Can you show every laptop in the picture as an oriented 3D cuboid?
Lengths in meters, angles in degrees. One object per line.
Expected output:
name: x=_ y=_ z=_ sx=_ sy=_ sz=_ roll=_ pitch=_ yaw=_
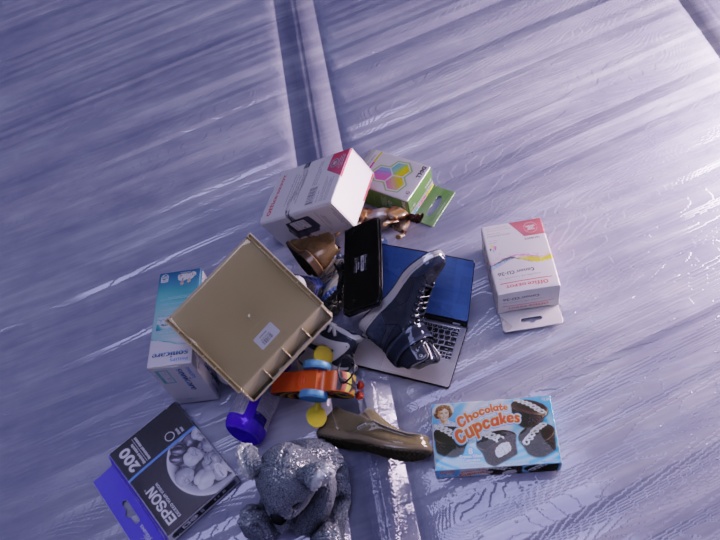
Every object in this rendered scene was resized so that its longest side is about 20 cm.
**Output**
laptop: x=0.091 y=0.078 z=1.315 sx=0.186 sy=0.116 sz=0.201 roll=11 pitch=58 yaw=19

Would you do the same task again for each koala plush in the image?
koala plush: x=-0.104 y=0.321 z=1.124 sx=0.176 sy=0.200 sz=0.185 roll=9 pitch=62 yaw=18

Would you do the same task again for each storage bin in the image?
storage bin: x=-0.179 y=0.078 z=1.218 sx=0.198 sy=0.094 sz=0.200 roll=44 pitch=83 yaw=2

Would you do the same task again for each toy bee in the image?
toy bee: x=-0.052 y=0.198 z=1.225 sx=0.200 sy=0.108 sz=0.132 roll=13 pitch=79 yaw=50

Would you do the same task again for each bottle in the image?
bottle: x=-0.170 y=0.201 z=1.301 sx=0.065 sy=0.084 sz=0.201 roll=9 pitch=59 yaw=19

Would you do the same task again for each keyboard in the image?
keyboard: x=0.000 y=0.000 z=1.340 sx=0.104 sy=0.040 sz=0.201 roll=-18 pitch=47 yaw=23

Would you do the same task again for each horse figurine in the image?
horse figurine: x=0.038 y=-0.102 z=1.477 sx=0.199 sy=0.050 sz=0.133 roll=2 pitch=21 yaw=19

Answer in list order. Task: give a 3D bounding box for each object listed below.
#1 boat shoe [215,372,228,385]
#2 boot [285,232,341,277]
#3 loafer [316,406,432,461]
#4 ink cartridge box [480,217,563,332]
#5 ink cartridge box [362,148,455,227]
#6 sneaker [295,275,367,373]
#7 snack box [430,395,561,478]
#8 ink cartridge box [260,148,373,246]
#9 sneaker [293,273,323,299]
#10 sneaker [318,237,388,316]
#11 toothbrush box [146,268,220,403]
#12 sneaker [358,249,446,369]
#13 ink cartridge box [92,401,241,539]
boat shoe: x=-0.226 y=0.113 z=1.375 sx=0.060 sy=0.075 sz=0.201 roll=-29 pitch=56 yaw=37
boot: x=-0.089 y=-0.038 z=1.417 sx=0.075 sy=0.074 sz=0.200 roll=-41 pitch=19 yaw=-10
loafer: x=0.025 y=0.266 z=1.221 sx=0.199 sy=0.076 sz=0.068 roll=8 pitch=63 yaw=16
ink cartridge box: x=0.296 y=0.007 z=1.352 sx=0.116 sy=0.068 sz=0.201 roll=-10 pitch=54 yaw=4
ink cartridge box: x=0.084 y=-0.174 z=1.529 sx=0.199 sy=0.059 sz=0.104 roll=22 pitch=61 yaw=24
sneaker: x=-0.056 y=0.101 z=1.307 sx=0.129 sy=0.079 sz=0.200 roll=-10 pitch=89 yaw=1
snack box: x=0.217 y=0.271 z=1.201 sx=0.199 sy=0.037 sz=0.117 roll=-6 pitch=54 yaw=7
ink cartridge box: x=-0.088 y=-0.144 z=1.480 sx=0.199 sy=0.084 sz=0.145 roll=-12 pitch=47 yaw=39
sneaker: x=-0.153 y=0.035 z=1.389 sx=0.199 sy=0.078 sz=0.076 roll=3 pitch=75 yaw=36
sneaker: x=-0.030 y=-0.005 z=1.426 sx=0.200 sy=0.077 sz=0.085 roll=-42 pitch=54 yaw=-18
toothbrush box: x=-0.313 y=0.121 z=1.350 sx=0.085 sy=0.147 sz=0.201 roll=-9 pitch=55 yaw=6
sneaker: x=0.107 y=0.077 z=1.257 sx=0.203 sy=0.077 sz=0.146 roll=-50 pitch=60 yaw=16
ink cartridge box: x=-0.338 y=0.355 z=1.254 sx=0.200 sy=0.043 sz=0.198 roll=-41 pitch=58 yaw=-16
